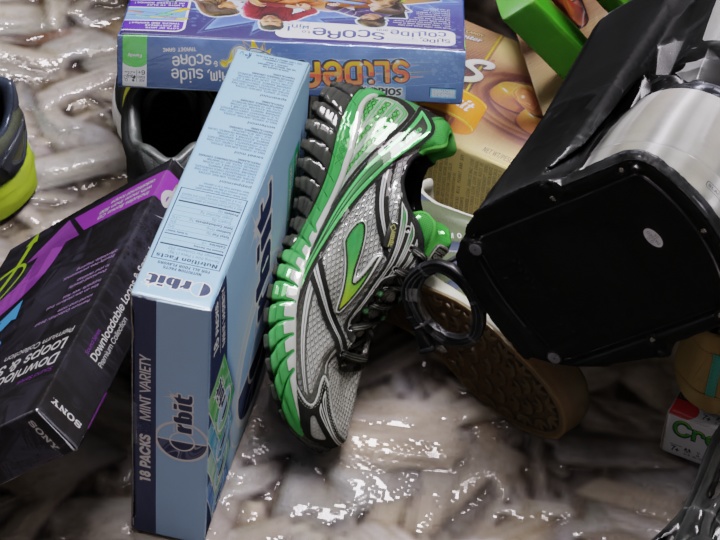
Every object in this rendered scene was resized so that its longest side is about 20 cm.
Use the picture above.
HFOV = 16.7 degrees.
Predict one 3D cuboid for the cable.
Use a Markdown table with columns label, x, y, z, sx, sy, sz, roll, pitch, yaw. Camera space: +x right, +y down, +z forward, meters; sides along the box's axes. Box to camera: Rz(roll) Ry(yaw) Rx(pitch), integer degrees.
| label | x | y | z | sx | sy | sz | roll | pitch | yaw |
| --- | --- | --- | --- | --- | --- | --- | --- | --- | --- |
| cable | 0.169 | 0.149 | 1.251 | 0.097 | 0.050 | 0.200 | 4 | 42 | 22 |

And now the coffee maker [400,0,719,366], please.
| label | x | y | z | sx | sy | sz | roll | pitch | yaw |
| --- | --- | --- | --- | --- | --- | --- | --- | --- | --- |
| coffee maker | 0.137 | -0.056 | 1.286 | 0.192 | 0.135 | 0.200 | 2 | 35 | 27 |

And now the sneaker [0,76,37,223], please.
| label | x | y | z | sx | sy | sz | roll | pitch | yaw |
| --- | --- | --- | --- | --- | --- | --- | --- | --- | --- |
| sneaker | -0.256 | -0.042 | 1.396 | 0.074 | 0.081 | 0.200 | 20 | 45 | 17 |

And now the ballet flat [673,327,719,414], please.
| label | x | y | z | sx | sy | sz | roll | pitch | yaw |
| --- | --- | --- | --- | --- | --- | --- | --- | --- | --- |
| ballet flat | 0.221 | -0.007 | 1.350 | 0.068 | 0.063 | 0.200 | 11 | 47 | 11 |

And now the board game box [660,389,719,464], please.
| label | x | y | z | sx | sy | sz | roll | pitch | yaw |
| --- | --- | --- | --- | --- | --- | --- | --- | --- | --- |
| board game box | 0.280 | 0.083 | 1.339 | 0.200 | 0.035 | 0.126 | 20 | 45 | 17 |

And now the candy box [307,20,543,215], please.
| label | x | y | z | sx | sy | sz | roll | pitch | yaw |
| --- | --- | --- | --- | --- | --- | --- | --- | --- | --- |
| candy box | 0.060 | -0.096 | 1.498 | 0.200 | 0.055 | 0.115 | 24 | 44 | 22 |

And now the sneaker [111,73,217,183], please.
| label | x | y | z | sx | sy | sz | roll | pitch | yaw |
| --- | --- | --- | --- | --- | --- | --- | --- | --- | --- |
| sneaker | -0.108 | -0.094 | 1.462 | 0.074 | 0.085 | 0.200 | -2 | 43 | -8 |

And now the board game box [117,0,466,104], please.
| label | x | y | z | sx | sy | sz | roll | pitch | yaw |
| --- | --- | --- | --- | --- | --- | --- | --- | --- | --- |
| board game box | -0.038 | -0.145 | 1.453 | 0.200 | 0.035 | 0.135 | 3 | 27 | 1 |

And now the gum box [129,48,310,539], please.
| label | x | y | z | sx | sy | sz | roll | pitch | yaw |
| --- | --- | --- | --- | --- | --- | --- | --- | --- | --- |
| gum box | -0.073 | 0.012 | 1.288 | 0.044 | 0.170 | 0.200 | 12 | 43 | 7 |

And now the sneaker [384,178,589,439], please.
| label | x | y | z | sx | sy | sz | roll | pitch | yaw |
| --- | --- | --- | --- | --- | --- | --- | --- | --- | --- |
| sneaker | 0.071 | 0.009 | 1.376 | 0.090 | 0.067 | 0.200 | -35 | 52 | -28 |

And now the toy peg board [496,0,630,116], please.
| label | x | y | z | sx | sy | sz | roll | pitch | yaw |
| --- | --- | --- | --- | --- | --- | --- | --- | --- | --- |
| toy peg board | 0.156 | -0.212 | 1.434 | 0.200 | 0.098 | 0.199 | -31 | 46 | 19 |

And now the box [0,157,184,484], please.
| label | x | y | z | sx | sy | sz | roll | pitch | yaw |
| --- | --- | --- | --- | --- | --- | --- | --- | --- | --- |
| box | -0.169 | 0.038 | 1.288 | 0.143 | 0.036 | 0.200 | -26 | 28 | 37 |

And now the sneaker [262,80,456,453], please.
| label | x | y | z | sx | sy | sz | roll | pitch | yaw |
| --- | --- | --- | --- | --- | --- | --- | --- | --- | --- |
| sneaker | 0.000 | 0.000 | 1.315 | 0.085 | 0.078 | 0.200 | 11 | 85 | 13 |
